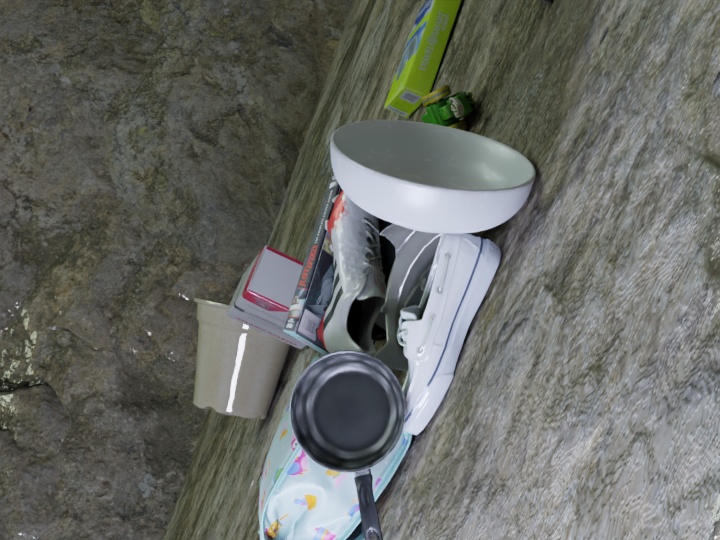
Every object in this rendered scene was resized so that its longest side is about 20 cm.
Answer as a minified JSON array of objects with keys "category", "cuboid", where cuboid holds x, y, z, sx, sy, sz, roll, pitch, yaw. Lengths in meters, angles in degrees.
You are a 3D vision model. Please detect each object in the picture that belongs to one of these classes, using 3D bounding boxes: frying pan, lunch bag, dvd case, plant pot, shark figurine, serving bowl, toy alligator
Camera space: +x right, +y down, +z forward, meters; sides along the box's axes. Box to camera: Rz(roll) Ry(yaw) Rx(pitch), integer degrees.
[{"category":"frying pan","cuboid":[0.010,0.165,1.320,0.114,0.191,0.031,-36,-11,7]},{"category":"lunch bag","cuboid":[-0.042,0.211,1.437,0.202,0.121,0.170,-61,10,2]},{"category":"dvd case","cuboid":[-0.018,-0.002,1.622,0.146,0.022,0.203,34,-112,-55]},{"category":"plant pot","cuboid":[-0.210,0.157,2.416,0.200,0.198,0.186,-176,97,-80]},{"category":"shark figurine","cuboid":[0.046,-0.003,1.404,0.128,0.089,0.216,35,98,46]},{"category":"serving bowl","cuboid":[0.065,-0.082,1.321,0.201,0.197,0.067,-91,9,-68]},{"category":"toy alligator","cuboid":[0.119,-0.202,1.713,0.054,0.060,0.200,-27,5,-8]}]

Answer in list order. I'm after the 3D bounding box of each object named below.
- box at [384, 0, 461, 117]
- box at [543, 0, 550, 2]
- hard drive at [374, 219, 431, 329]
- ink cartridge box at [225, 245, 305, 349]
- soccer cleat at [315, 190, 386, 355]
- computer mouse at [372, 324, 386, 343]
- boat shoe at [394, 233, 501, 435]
[{"category":"box","cuboid":[0.103,-0.352,2.177,0.122,0.047,0.202,146,145,-73]},{"category":"box","cuboid":[0.230,-0.420,1.580,0.158,0.049,0.202,-92,26,-68]},{"category":"hard drive","cuboid":[0.058,-0.030,1.540,0.200,0.042,0.136,128,142,-50]},{"category":"ink cartridge box","cuboid":[-0.121,0.046,2.212,0.085,0.143,0.200,-68,9,-17]},{"category":"soccer cleat","cuboid":[0.000,0.000,1.543,0.085,0.068,0.203,11,92,51]},{"category":"computer mouse","cuboid":[-0.024,0.142,1.734,0.110,0.043,0.202,-116,49,-77]},{"category":"boat shoe","cuboid":[0.066,0.055,1.338,0.074,0.066,0.202,-144,77,-81]}]
